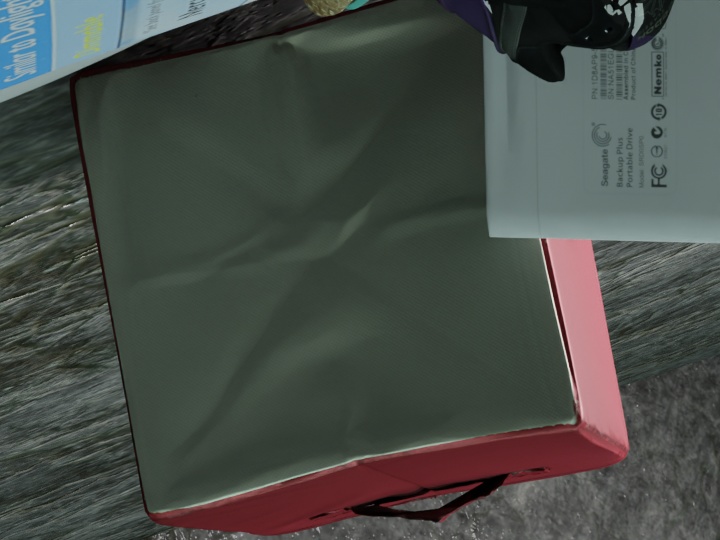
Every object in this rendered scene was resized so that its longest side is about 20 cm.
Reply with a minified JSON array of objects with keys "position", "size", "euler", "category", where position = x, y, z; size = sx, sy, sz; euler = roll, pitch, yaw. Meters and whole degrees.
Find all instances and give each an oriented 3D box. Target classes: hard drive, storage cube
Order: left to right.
[{"position":[0.000,0.000,1.059],"size":[0.170,0.201,0.180],"euler":[-12,171,9],"category":"storage cube"},{"position":[0.140,-0.075,0.909],"size":[0.199,0.133,0.027],"euler":[2,-169,18],"category":"hard drive"}]

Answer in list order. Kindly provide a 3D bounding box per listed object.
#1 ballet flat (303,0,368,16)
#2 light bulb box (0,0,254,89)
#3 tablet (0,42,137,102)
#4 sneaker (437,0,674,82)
[{"position":[-0.002,-0.130,0.756],"size":[0.065,0.071,0.200],"euler":[11,158,-16],"category":"ballet flat"},{"position":[-0.076,-0.110,0.438],"size":[0.199,0.125,0.198],"euler":[-21,172,-8],"category":"light bulb box"},{"position":[-0.121,-0.085,0.865],"size":[0.130,0.014,0.200],"euler":[-23,172,12],"category":"tablet"},{"position":[0.074,-0.116,0.821],"size":[0.076,0.088,0.200],"euler":[-44,-179,-16],"category":"sneaker"}]
